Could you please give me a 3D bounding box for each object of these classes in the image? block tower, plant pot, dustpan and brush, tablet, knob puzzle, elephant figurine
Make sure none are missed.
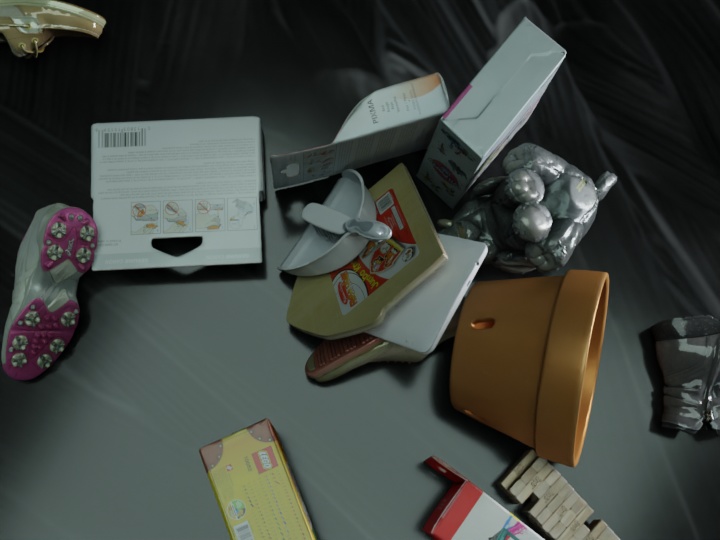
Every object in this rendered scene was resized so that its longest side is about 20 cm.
[{"bbox_3d":[0.234,0.285,1.080,0.058,0.054,0.200,-43,81,-9],"label":"block tower"},{"bbox_3d":[0.177,0.091,1.064,0.138,0.200,0.203,11,76,18],"label":"plant pot"},{"bbox_3d":[-0.016,-0.047,1.085,0.057,0.199,0.141,42,78,-38],"label":"dustpan and brush"},{"bbox_3d":[0.040,0.011,1.088,0.014,0.199,0.131,39,76,-36],"label":"tablet"},{"bbox_3d":[0.000,0.000,1.105,0.030,0.218,0.222,40,76,-36],"label":"knob puzzle"},{"bbox_3d":[0.157,-0.053,1.131,0.154,0.199,0.143,30,60,-20],"label":"elephant figurine"}]

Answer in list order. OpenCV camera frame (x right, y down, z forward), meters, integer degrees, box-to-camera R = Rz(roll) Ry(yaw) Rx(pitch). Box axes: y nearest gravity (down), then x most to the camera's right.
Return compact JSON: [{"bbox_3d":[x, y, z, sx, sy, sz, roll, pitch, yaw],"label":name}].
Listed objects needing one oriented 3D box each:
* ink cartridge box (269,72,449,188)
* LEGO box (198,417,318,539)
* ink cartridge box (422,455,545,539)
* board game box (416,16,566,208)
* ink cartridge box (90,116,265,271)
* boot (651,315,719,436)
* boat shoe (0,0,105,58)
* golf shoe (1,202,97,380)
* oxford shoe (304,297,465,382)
[{"bbox_3d":[-0.008,-0.151,1.120,0.197,0.162,0.051,-13,84,-5],"label":"ink cartridge box"},{"bbox_3d":[-0.088,0.265,1.029,0.076,0.149,0.203,-21,79,-6],"label":"LEGO box"},{"bbox_3d":[0.133,0.280,1.047,0.199,0.116,0.068,37,79,8],"label":"ink cartridge box"},{"bbox_3d":[0.138,-0.165,1.106,0.064,0.200,0.148,40,79,6],"label":"board game box"},{"bbox_3d":[-0.208,-0.085,1.161,0.196,0.044,0.177,-3,78,-2],"label":"ink cartridge box"},{"bbox_3d":[0.427,0.114,1.125,0.196,0.070,0.134,-8,80,8],"label":"boot"},{"bbox_3d":[-0.401,-0.286,1.195,0.196,0.074,0.068,6,89,2],"label":"boat shoe"},{"bbox_3d":[-0.355,0.021,1.127,0.091,0.075,0.203,24,93,47],"label":"golf shoe"},{"bbox_3d":[0.034,0.082,1.116,0.198,0.071,0.074,-26,117,9],"label":"oxford shoe"}]
